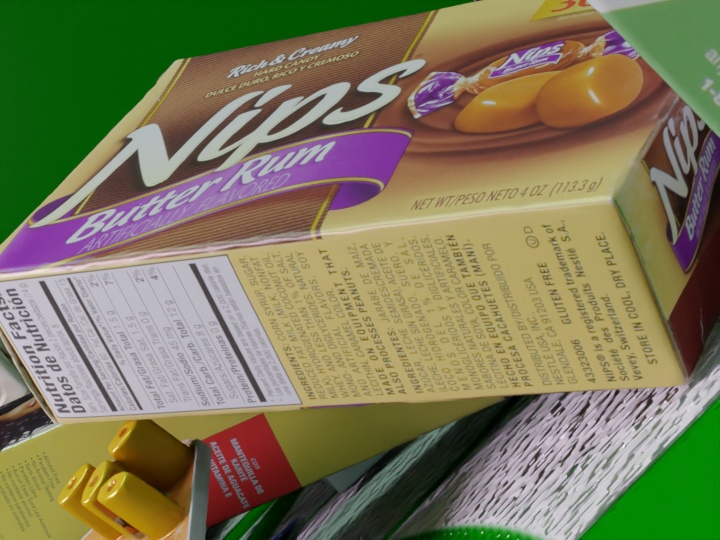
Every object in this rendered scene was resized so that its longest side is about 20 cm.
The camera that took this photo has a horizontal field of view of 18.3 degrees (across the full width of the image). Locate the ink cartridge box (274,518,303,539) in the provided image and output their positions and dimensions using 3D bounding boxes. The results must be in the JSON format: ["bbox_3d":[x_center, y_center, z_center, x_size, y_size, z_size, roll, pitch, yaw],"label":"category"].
[{"bbox_3d":[-0.105,0.146,0.709,0.200,0.039,0.099,-43,6,24],"label":"ink cartridge box"}]

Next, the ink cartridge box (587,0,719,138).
[{"bbox_3d":[0.125,-0.125,0.453,0.200,0.146,0.084,-42,5,25],"label":"ink cartridge box"}]

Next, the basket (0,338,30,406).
[{"bbox_3d":[-0.160,0.109,0.959,0.200,0.136,0.123,-45,8,17],"label":"basket"}]

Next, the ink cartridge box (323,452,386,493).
[{"bbox_3d":[0.056,-0.017,0.746,0.200,0.039,0.099,-45,4,22],"label":"ink cartridge box"}]

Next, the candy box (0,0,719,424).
[{"bbox_3d":[0.009,-0.019,0.589,0.199,0.057,0.117,-5,33,35],"label":"candy box"}]

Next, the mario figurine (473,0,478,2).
[{"bbox_3d":[0.053,-0.095,0.961,0.200,0.106,0.124,-50,31,45],"label":"mario figurine"}]

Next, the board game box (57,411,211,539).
[{"bbox_3d":[-0.115,0.154,0.569,0.200,0.026,0.200,-43,22,23],"label":"board game box"}]

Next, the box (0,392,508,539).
[{"bbox_3d":[-0.043,0.043,0.670,0.199,0.050,0.075,-24,11,11],"label":"box"}]
